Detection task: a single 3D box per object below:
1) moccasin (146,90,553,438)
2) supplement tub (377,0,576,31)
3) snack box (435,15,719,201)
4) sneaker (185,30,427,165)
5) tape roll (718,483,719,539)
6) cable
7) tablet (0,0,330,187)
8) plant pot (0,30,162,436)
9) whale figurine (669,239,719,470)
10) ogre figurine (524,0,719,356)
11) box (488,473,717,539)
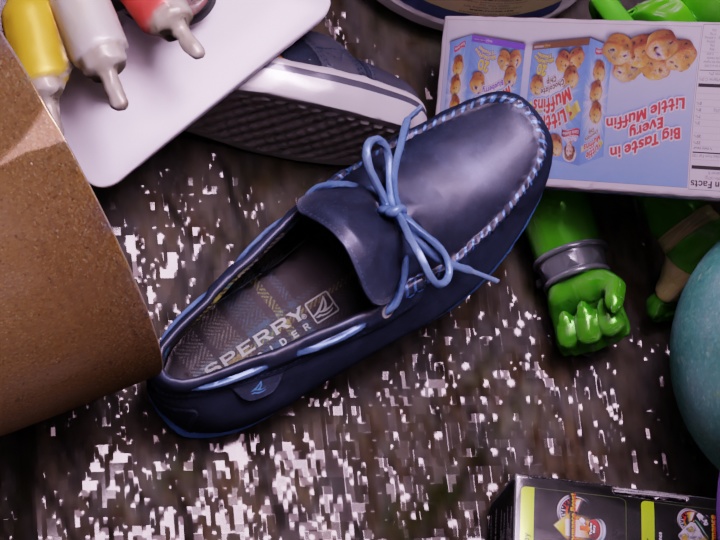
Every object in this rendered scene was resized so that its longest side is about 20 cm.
[{"bbox_3d":[0.000,0.000,1.215,0.200,0.068,0.080,-43,75,-5],"label":"moccasin"},{"bbox_3d":[0.067,-0.205,1.281,0.144,0.200,0.145,5,65,-12],"label":"supplement tub"},{"bbox_3d":[0.115,-0.067,1.234,0.024,0.199,0.072,4,91,-51],"label":"snack box"},{"bbox_3d":[-0.065,-0.100,1.270,0.199,0.078,0.080,11,70,-8],"label":"sneaker"},{"bbox_3d":[0.235,0.089,1.068,0.199,0.085,0.201,7,64,-15],"label":"tape roll"},{"bbox_3d":[-0.128,-0.151,1.200,0.097,0.050,0.201,-29,79,-8],"label":"cable"},{"bbox_3d":[-0.122,-0.143,1.233,0.130,0.014,0.200,-39,79,-13],"label":"tablet"},{"bbox_3d":[-0.206,0.008,1.147,0.199,0.186,0.187,-31,77,-11],"label":"plant pot"},{"bbox_3d":[0.201,0.015,1.267,0.103,0.160,0.200,16,35,26],"label":"whale figurine"},{"bbox_3d":[0.144,-0.065,1.292,0.200,0.098,0.120,-42,72,19],"label":"ogre figurine"},{"bbox_3d":[0.145,0.193,1.214,0.192,0.048,0.201,6,66,-10],"label":"box"}]
